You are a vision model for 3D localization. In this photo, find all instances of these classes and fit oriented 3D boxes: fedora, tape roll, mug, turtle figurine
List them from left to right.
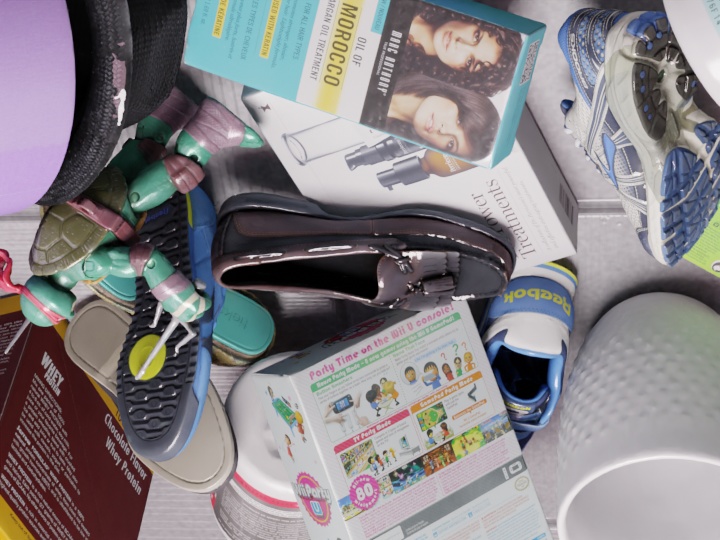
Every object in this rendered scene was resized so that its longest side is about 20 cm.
[{"bbox_3d":[-0.246,-0.128,0.941,0.065,0.201,0.201,-14,149,-41],"label":"tape roll"},{"bbox_3d":[-0.166,-0.137,0.969,0.091,0.201,0.201,-15,149,-41],"label":"fedora"},{"bbox_3d":[-0.151,-0.021,1.012,0.149,0.201,0.101,30,171,36],"label":"turtle figurine"},{"bbox_3d":[0.210,0.126,1.125,0.146,0.176,0.201,0,133,8],"label":"mug"}]

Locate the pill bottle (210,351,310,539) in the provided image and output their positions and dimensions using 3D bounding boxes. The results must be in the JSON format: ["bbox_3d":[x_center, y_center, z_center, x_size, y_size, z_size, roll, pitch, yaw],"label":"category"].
[{"bbox_3d":[-0.056,0.151,1.210,0.109,0.112,0.201,11,149,-3],"label":"pill bottle"}]

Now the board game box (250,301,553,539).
[{"bbox_3d":[0.032,0.134,1.098,0.064,0.147,0.202,-5,106,61],"label":"board game box"}]

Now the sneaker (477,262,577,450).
[{"bbox_3d":[0.104,0.085,1.165,0.073,0.083,0.201,8,135,-2],"label":"sneaker"}]

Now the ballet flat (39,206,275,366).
[{"bbox_3d":[-0.150,0.007,1.143,0.199,0.071,0.071,35,127,-21],"label":"ballet flat"}]

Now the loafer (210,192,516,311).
[{"bbox_3d":[0.000,0.000,1.046,0.198,0.063,0.072,8,135,3],"label":"loafer"}]

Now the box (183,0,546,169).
[{"bbox_3d":[0.001,-0.131,0.945,0.198,0.049,0.083,20,110,14],"label":"box"}]

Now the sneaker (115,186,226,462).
[{"bbox_3d":[-0.114,0.033,1.068,0.065,0.202,0.078,-16,150,24],"label":"sneaker"}]

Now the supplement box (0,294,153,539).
[{"bbox_3d":[-0.266,0.161,1.200,0.131,0.201,0.198,-13,130,18],"label":"supplement box"}]

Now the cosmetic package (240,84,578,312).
[{"bbox_3d":[0.036,-0.074,1.051,0.149,0.052,0.201,-16,129,24],"label":"cosmetic package"}]

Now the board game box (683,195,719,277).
[{"bbox_3d":[0.292,-0.062,1.044,0.095,0.030,0.200,26,133,-17],"label":"board game box"}]

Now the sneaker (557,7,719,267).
[{"bbox_3d":[0.172,-0.088,1.007,0.085,0.077,0.201,28,152,40],"label":"sneaker"}]

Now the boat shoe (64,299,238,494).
[{"bbox_3d":[-0.138,0.093,1.151,0.073,0.200,0.063,-46,140,-3],"label":"boat shoe"}]

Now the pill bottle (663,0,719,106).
[{"bbox_3d":[0.273,-0.171,0.888,0.199,0.111,0.111,-29,123,30],"label":"pill bottle"}]
